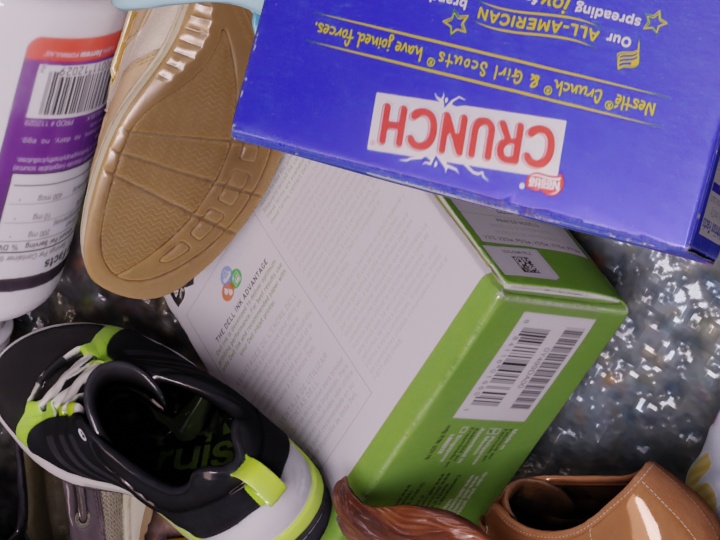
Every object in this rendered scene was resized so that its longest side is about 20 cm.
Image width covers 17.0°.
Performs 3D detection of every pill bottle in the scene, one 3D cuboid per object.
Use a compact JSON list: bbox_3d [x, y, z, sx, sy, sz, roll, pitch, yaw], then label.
[{"bbox_3d":[-0.173,-0.047,1.036,0.111,0.111,0.200,25,114,14],"label":"pill bottle"}]

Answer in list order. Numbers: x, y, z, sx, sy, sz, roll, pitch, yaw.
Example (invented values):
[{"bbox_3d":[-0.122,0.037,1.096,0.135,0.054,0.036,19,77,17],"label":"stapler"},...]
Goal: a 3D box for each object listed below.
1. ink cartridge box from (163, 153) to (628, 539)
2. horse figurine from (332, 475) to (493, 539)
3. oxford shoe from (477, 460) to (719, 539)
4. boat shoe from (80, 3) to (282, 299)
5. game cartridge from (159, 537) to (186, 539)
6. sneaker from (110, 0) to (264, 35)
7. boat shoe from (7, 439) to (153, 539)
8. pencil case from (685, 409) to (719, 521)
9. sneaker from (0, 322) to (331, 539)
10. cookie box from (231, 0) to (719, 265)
[{"bbox_3d":[0.000,0.000,1.007,0.148,0.076,0.200,-57,47,27],"label":"ink cartridge box"},{"bbox_3d":[0.051,0.167,0.909,0.132,0.050,0.200,-20,99,26],"label":"horse figurine"},{"bbox_3d":[0.066,0.117,0.954,0.200,0.071,0.071,-28,103,45],"label":"oxford shoe"},{"bbox_3d":[-0.065,-0.087,0.991,0.074,0.069,0.200,20,100,-26],"label":"boat shoe"},{"bbox_3d":[-0.066,0.238,1.045,0.032,0.200,0.177,0,111,-15],"label":"game cartridge"},{"bbox_3d":[-0.005,-0.112,0.931,0.199,0.074,0.082,12,104,-14],"label":"sneaker"},{"bbox_3d":[-0.133,0.136,1.093,0.072,0.065,0.201,26,116,51],"label":"boat shoe"},{"bbox_3d":[0.189,0.018,0.917,0.083,0.091,0.200,36,118,39],"label":"pencil case"},{"bbox_3d":[-0.089,0.053,0.970,0.200,0.072,0.083,23,157,41],"label":"sneaker"},{"bbox_3d":[0.064,-0.119,0.827,0.171,0.075,0.201,16,91,19],"label":"cookie box"}]
